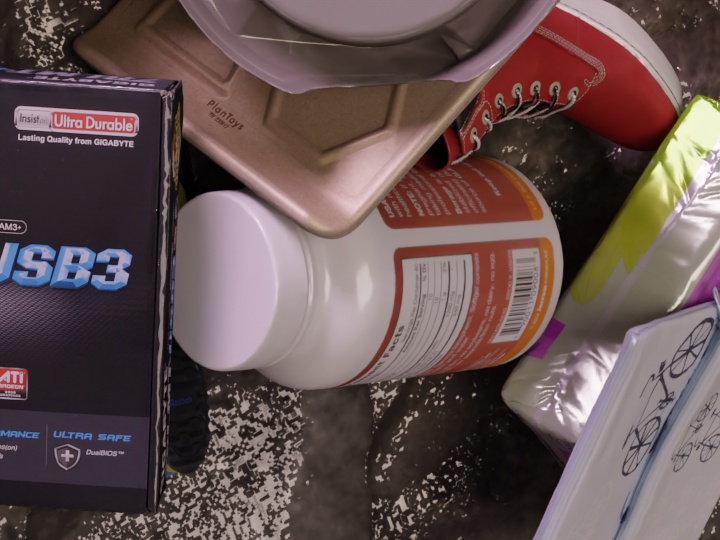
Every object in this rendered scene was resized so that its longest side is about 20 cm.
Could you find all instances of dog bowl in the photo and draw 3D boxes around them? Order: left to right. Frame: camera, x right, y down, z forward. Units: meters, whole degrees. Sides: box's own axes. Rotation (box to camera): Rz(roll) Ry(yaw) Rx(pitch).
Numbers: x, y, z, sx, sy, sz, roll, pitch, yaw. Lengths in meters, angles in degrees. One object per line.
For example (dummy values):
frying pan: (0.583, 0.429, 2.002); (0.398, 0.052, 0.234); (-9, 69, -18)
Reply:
dog bowl: (0.004, -0.176, 1.039); (0.198, 0.059, 0.202); (1, 102, 2)

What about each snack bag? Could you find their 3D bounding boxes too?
snack bag: (0.163, 0.092, 1.239); (0.199, 0.021, 0.190); (-12, 130, -53)

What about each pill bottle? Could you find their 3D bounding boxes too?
pill bottle: (0.000, 0.000, 1.158); (0.199, 0.112, 0.113); (-4, 104, -46)

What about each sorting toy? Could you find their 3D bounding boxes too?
sorting toy: (-0.013, -0.126, 1.127); (0.200, 0.185, 0.037); (-46, 152, -14)

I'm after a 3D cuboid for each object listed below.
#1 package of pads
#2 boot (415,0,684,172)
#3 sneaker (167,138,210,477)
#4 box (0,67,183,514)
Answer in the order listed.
package of pads: (0.169, 0.024, 1.276); (0.201, 0.068, 0.155); (-55, 153, -7)
boot: (0.082, -0.085, 1.200); (0.199, 0.072, 0.145); (32, 51, -25)
sneaker: (-0.124, 0.006, 1.148); (0.066, 0.078, 0.202); (4, 81, -61)
box: (-0.184, 0.006, 1.071); (0.198, 0.050, 0.200); (5, 103, 2)
